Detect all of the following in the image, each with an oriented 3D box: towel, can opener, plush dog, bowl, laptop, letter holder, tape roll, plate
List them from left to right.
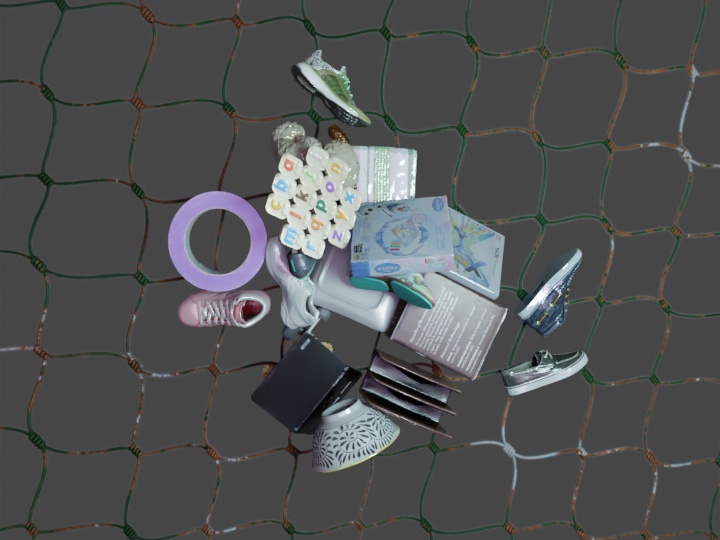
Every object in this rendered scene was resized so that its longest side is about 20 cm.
[{"bbox_3d":[-0.290,-0.061,1.490,0.197,0.085,0.203,-1,95,-7],"label":"tape roll"},{"bbox_3d":[-0.106,0.240,1.516,0.103,0.200,0.178,40,89,19],"label":"laptop"},{"bbox_3d":[-0.084,-0.210,1.472,0.169,0.160,0.203,-7,95,-13],"label":"plush dog"},{"bbox_3d":[-0.086,0.079,1.546,0.066,0.053,0.200,41,88,-9],"label":"can opener"},{"bbox_3d":[-0.026,0.326,1.504,0.198,0.201,0.095,-24,94,-5],"label":"bowl"},{"bbox_3d":[0.000,0.000,1.509,0.198,0.032,0.202,21,79,13],"label":"plate"},{"bbox_3d":[0.020,-0.190,1.554,0.197,0.031,0.152,2,93,-6],"label":"towel"},{"bbox_3d":[0.112,0.264,1.545,0.198,0.142,0.102,24,91,-9],"label":"letter holder"}]

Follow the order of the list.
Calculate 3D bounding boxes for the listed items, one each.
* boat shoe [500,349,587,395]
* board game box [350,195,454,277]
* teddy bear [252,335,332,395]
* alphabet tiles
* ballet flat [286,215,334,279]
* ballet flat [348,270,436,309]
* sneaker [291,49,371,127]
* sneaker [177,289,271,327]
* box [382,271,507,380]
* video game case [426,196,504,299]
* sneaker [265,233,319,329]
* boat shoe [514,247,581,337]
[{"bbox_3d":[0.410,0.213,1.620,0.197,0.071,0.064,-22,99,-4],"label":"boat shoe"},{"bbox_3d":[0.082,-0.070,1.449,0.196,0.201,0.044,-5,129,6],"label":"board game box"},{"bbox_3d":[-0.138,0.220,1.520,0.199,0.145,0.067,-41,54,-2],"label":"teddy bear"},{"bbox_3d":[-0.089,-0.131,1.397,0.194,0.015,0.203,24,78,-32],"label":"alphabet tiles"},{"bbox_3d":[-0.103,-0.068,1.466,0.072,0.201,0.074,9,131,11],"label":"ballet flat"},{"bbox_3d":[0.070,0.017,1.427,0.072,0.198,0.069,-58,144,-26],"label":"ballet flat"},{"bbox_3d":[-0.045,-0.381,1.506,0.199,0.077,0.089,40,80,-12],"label":"sneaker"},{"bbox_3d":[-0.281,0.079,1.493,0.197,0.105,0.077,-6,98,-6],"label":"sneaker"},{"bbox_3d":[0.168,0.101,1.527,0.198,0.166,0.166,26,91,-9],"label":"box"},{"bbox_3d":[0.211,-0.050,1.532,0.198,0.184,0.022,26,136,-10],"label":"video game case"},{"bbox_3d":[-0.133,0.020,1.482,0.079,0.070,0.203,-7,106,36],"label":"sneaker"},{"bbox_3d":[0.438,0.050,1.614,0.091,0.071,0.201,40,96,-10],"label":"boat shoe"}]
